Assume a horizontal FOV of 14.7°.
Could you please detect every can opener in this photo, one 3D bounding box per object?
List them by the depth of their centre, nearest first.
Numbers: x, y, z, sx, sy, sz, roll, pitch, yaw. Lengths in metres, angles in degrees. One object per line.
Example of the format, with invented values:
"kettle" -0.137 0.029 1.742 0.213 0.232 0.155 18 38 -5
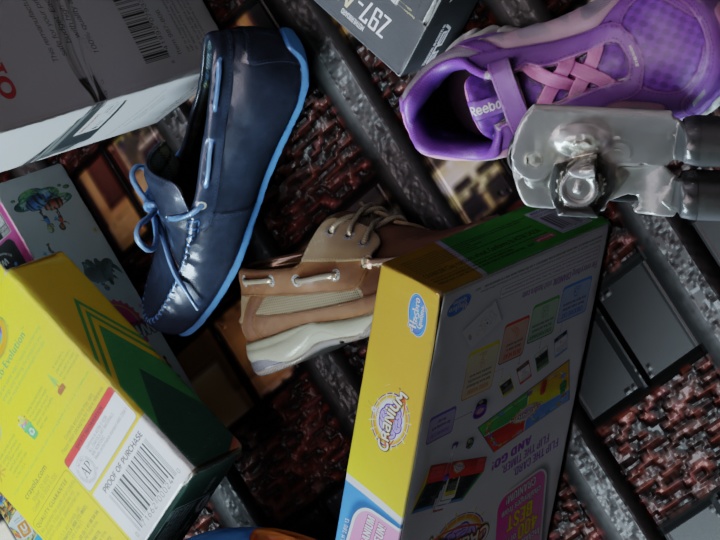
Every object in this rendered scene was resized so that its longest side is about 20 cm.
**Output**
"can opener" 0.171 -0.055 1.367 0.199 0.067 0.054 3 110 3

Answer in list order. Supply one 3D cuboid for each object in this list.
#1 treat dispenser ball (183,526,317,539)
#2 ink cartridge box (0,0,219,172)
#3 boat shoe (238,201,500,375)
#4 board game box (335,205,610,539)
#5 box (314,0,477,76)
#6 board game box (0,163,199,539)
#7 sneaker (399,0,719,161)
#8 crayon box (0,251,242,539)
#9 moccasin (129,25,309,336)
"treat dispenser ball" -0.063 0.246 1.592 0.200 0.201 0.202 14 113 35
"ink cartridge box" -0.190 -0.141 1.565 0.084 0.200 0.145 -35 82 40
"boat shoe" 0.000 0.000 1.544 0.199 0.076 0.072 -22 88 40
"board game box" 0.057 0.074 1.469 0.040 0.153 0.201 26 119 32
"box" -0.003 -0.228 1.488 0.200 0.043 0.161 42 127 21
"board game box" -0.194 0.060 1.727 0.147 0.064 0.201 -39 81 40
"sneaker" 0.100 -0.095 1.421 0.199 0.088 0.081 -13 95 40
"crayon box" -0.173 0.082 1.644 0.200 0.051 0.127 46 126 17
"moccasin" -0.095 -0.056 1.593 0.201 0.068 0.081 -69 29 23
